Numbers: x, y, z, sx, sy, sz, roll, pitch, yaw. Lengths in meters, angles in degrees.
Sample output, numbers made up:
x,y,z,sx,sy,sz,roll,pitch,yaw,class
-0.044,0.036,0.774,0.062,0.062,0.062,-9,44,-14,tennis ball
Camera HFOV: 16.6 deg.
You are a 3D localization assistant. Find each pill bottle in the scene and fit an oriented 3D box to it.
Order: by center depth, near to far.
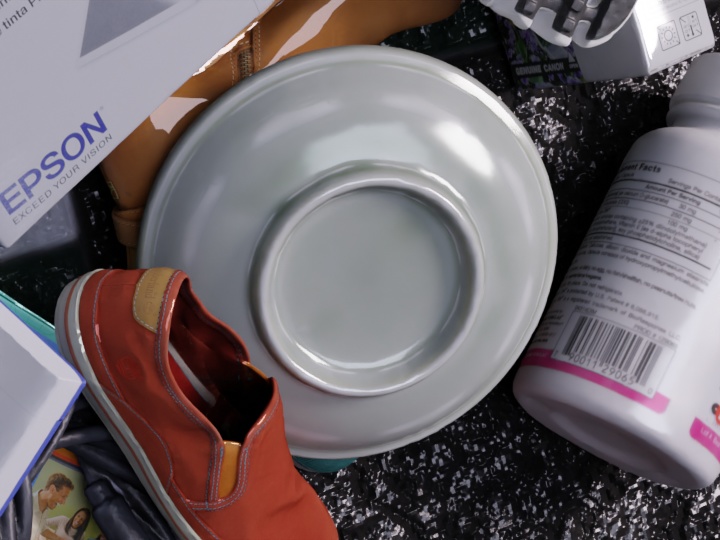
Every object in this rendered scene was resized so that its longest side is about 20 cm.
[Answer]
x,y,z,sx,sy,sz,roll,pitch,yaw,class
0.168,-0.001,1.245,0.113,0.113,0.200,33,77,-25,pill bottle

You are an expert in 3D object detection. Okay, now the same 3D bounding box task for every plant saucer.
x,y,z,sx,sy,sz,roll,pitch,yaw,class
0.000,0.000,1.118,0.199,0.050,0.201,-5,110,-14,plant saucer

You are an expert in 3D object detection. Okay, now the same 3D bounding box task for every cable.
x,y,z,sx,sy,sz,roll,pitch,yaw,class
-0.116,0.143,1.055,0.163,0.051,0.201,23,63,-49,cable

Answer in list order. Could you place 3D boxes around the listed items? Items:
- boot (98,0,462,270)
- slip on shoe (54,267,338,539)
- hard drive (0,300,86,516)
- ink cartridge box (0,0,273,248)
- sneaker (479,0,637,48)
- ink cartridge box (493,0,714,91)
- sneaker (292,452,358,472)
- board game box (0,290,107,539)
x,y,z,sx,sy,sz,roll,pitch,yaw,class
-0.034,-0.070,1.165,0.199,0.074,0.155,-10,99,-21,boot
-0.059,0.074,1.087,0.200,0.061,0.074,57,34,-33,slip on shoe
-0.210,0.088,1.010,0.200,0.132,0.025,-56,152,11,hard drive
-0.126,-0.141,1.013,0.200,0.041,0.200,-45,138,-15,ink cartridge box
0.032,-0.168,1.117,0.200,0.081,0.075,31,97,-18,sneaker
0.096,-0.192,1.200,0.050,0.109,0.201,-25,103,-31,ink cartridge box
0.015,0.003,1.182,0.071,0.080,0.201,22,82,-29,sneaker
-0.162,0.129,1.115,0.152,0.045,0.200,35,77,-24,board game box
